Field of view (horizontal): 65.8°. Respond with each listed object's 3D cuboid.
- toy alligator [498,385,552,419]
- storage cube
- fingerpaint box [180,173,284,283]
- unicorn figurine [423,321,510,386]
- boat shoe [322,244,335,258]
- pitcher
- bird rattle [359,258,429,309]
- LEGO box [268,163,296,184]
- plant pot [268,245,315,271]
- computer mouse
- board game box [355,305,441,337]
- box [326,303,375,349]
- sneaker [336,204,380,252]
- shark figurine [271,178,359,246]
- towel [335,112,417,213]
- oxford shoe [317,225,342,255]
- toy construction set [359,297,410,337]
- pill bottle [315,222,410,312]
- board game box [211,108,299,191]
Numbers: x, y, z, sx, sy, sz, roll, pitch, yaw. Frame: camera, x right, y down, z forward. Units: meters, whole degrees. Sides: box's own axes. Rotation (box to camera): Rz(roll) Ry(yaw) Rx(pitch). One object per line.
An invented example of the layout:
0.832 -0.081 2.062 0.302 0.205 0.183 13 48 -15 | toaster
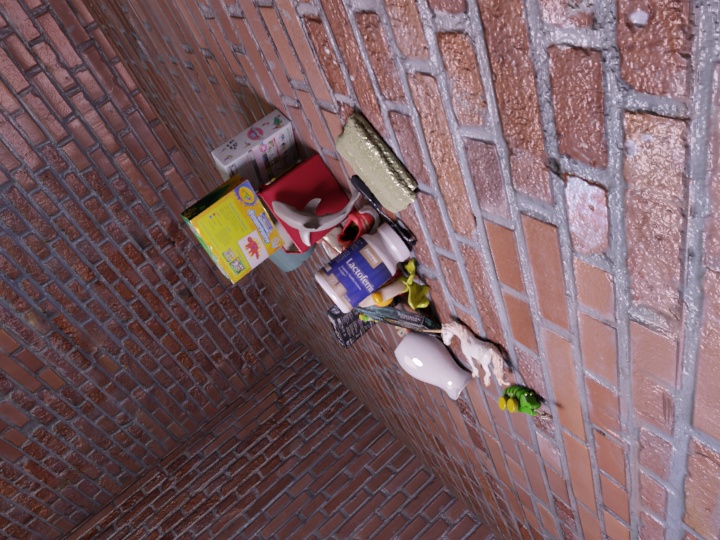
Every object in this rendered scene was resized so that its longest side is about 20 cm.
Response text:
0.356 0.282 1.210 0.200 0.059 0.054 157 116 -74 | toy alligator
-0.150 -0.164 1.409 0.200 0.180 0.171 55 164 -14 | storage cube
-0.303 -0.100 1.339 0.073 0.167 0.200 30 154 48 | fingerpaint box
0.257 0.184 1.256 0.200 0.074 0.138 2 120 52 | unicorn figurine
-0.107 -0.124 1.592 0.200 0.062 0.072 57 164 -16 | boat shoe
0.195 0.251 1.505 0.200 0.121 0.172 37 176 9 | pitcher
0.062 0.039 1.325 0.200 0.163 0.113 0 109 59 | bird rattle
-0.253 -0.301 1.582 0.200 0.077 0.149 53 165 -6 | LEGO box
-0.266 -0.113 1.862 0.196 0.200 0.200 51 166 -27 | plant pot
0.054 -0.132 1.187 0.200 0.034 0.059 47 180 -8 | computer mouse
0.094 0.120 1.413 0.200 0.028 0.135 13 167 31 | board game box
-0.015 0.141 1.742 0.044 0.160 0.200 41 162 30 | box
-0.023 -0.075 1.323 0.077 0.085 0.200 47 141 25 | sneaker
-0.087 -0.120 1.267 0.090 0.214 0.128 -81 -24 -72 | shark figurine
0.029 -0.201 1.083 0.200 0.036 0.148 52 164 -3 | towel
-0.061 -0.082 1.545 0.200 0.074 0.071 34 -178 -14 | oxford shoe
0.068 0.118 1.580 0.200 0.092 0.131 26 127 42 | toy construction set
0.007 -0.008 1.242 0.116 0.200 0.116 50 177 3 | pill bottle
-0.257 -0.286 1.396 0.064 0.200 0.148 45 163 22 | board game box
